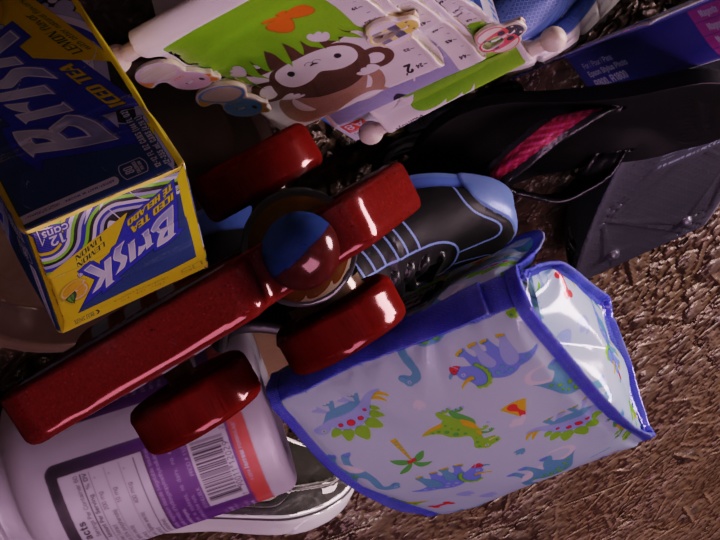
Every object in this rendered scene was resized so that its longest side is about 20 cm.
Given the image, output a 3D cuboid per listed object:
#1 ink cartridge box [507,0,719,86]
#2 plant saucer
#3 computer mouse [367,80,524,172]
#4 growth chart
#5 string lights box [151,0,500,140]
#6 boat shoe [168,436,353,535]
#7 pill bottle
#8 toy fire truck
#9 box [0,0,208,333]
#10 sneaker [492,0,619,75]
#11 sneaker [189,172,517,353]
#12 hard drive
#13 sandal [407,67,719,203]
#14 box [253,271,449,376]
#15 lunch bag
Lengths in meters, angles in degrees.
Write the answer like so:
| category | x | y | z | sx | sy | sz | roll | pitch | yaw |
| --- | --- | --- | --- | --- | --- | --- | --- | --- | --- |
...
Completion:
| category | x | y | z | sx | sy | sz | roll | pitch | yaw |
| --- | --- | --- | --- | --- | --- | --- | --- | --- | --- |
| ink cartridge box | 0.211 | -0.146 | 0.854 | 0.199 | 0.044 | 0.196 | -26 | -174 | -15 |
| plant saucer | -0.140 | -0.037 | 0.790 | 0.199 | 0.030 | 0.201 | -23 | 142 | -19 |
| computer mouse | 0.059 | -0.029 | 0.957 | 0.109 | 0.044 | 0.201 | -22 | 142 | -16 |
| growth chart | -0.011 | -0.103 | 0.688 | 0.144 | 0.018 | 0.199 | -27 | 157 | 32 |
| string lights box | -0.010 | -0.135 | 0.717 | 0.102 | 0.059 | 0.200 | -23 | 160 | 21 |
| boat shoe | -0.080 | 0.140 | 1.013 | 0.199 | 0.071 | 0.064 | 0 | 132 | -37 |
| pill bottle | -0.147 | 0.109 | 0.876 | 0.199 | 0.112 | 0.112 | -18 | 142 | -2 |
| toy fire truck | -0.061 | 0.011 | 0.671 | 0.199 | 0.113 | 0.168 | -29 | -174 | -1 |
| box | -0.138 | -0.071 | 0.619 | 0.070 | 0.200 | 0.064 | -25 | 142 | -15 |
| sneaker | 0.114 | -0.188 | 0.815 | 0.200 | 0.079 | 0.089 | -35 | 122 | 9 |
| sneaker | 0.000 | 0.000 | 0.810 | 0.199 | 0.078 | 0.070 | -9 | 147 | -13 |
| hard drive | 0.207 | -0.073 | 1.000 | 0.134 | 0.042 | 0.200 | -23 | 156 | -16 |
| sandal | 0.119 | -0.071 | 0.843 | 0.199 | 0.045 | 0.075 | -11 | 146 | 18 |
| box | 0.011 | 0.033 | 0.956 | 0.199 | 0.021 | 0.163 | -26 | 146 | 19 |
| lunch bag | 0.060 | 0.063 | 0.880 | 0.169 | 0.128 | 0.200 | -25 | 156 | 20 |
